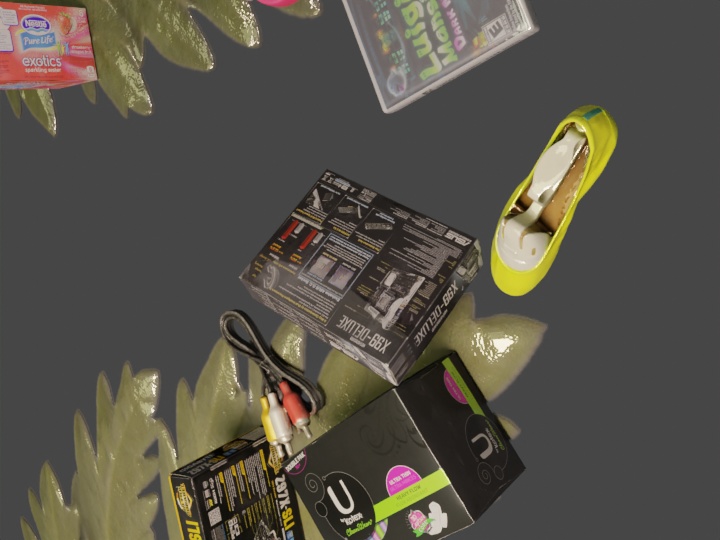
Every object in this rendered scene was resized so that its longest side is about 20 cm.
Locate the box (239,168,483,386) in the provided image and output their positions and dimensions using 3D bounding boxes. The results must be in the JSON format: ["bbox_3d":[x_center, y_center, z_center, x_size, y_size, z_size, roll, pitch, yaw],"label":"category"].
[{"bbox_3d":[0.000,0.000,0.785,0.199,0.158,0.050,27,159,28],"label":"box"}]

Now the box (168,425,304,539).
[{"bbox_3d":[-0.147,0.320,0.970,0.049,0.159,0.203,-6,99,37],"label":"box"}]

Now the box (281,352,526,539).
[{"bbox_3d":[0.043,0.209,0.822,0.200,0.124,0.149,-41,77,37],"label":"box"}]

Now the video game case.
[{"bbox_3d":[0.059,-0.283,0.748,0.181,0.023,0.202,-22,88,39],"label":"video game case"}]

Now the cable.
[{"bbox_3d":[-0.116,0.130,0.967,0.097,0.050,0.201,-38,79,36],"label":"cable"}]

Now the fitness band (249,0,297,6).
[{"bbox_3d":[-0.106,-0.380,0.828,0.144,0.037,0.201,-47,66,37],"label":"fitness band"}]

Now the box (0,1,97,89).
[{"bbox_3d":[-0.466,-0.297,1.026,0.094,0.199,0.104,1,103,36],"label":"box"}]

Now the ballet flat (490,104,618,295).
[{"bbox_3d":[0.162,-0.058,0.701,0.067,0.067,0.201,38,122,22],"label":"ballet flat"}]
